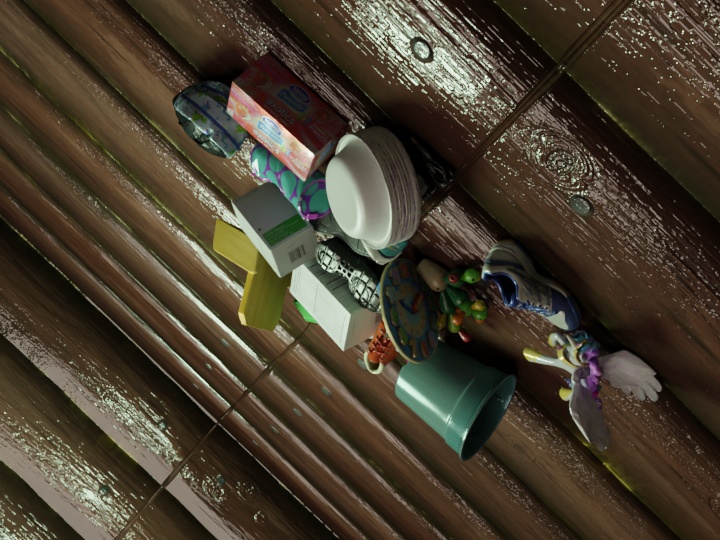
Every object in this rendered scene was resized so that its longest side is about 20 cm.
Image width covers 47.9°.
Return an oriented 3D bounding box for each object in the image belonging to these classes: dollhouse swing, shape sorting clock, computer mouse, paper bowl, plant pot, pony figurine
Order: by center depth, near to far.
[{"bbox_3d":[0.012,-0.136,1.388,0.201,0.103,0.204,48,147,44],"label":"paper bowl"},{"bbox_3d":[0.386,0.184,1.392,0.194,0.166,0.200,47,168,-2],"label":"pony figurine"},{"bbox_3d":[0.082,-0.148,1.417,0.109,0.044,0.200,41,152,2],"label":"computer mouse"},{"bbox_3d":[0.098,0.075,1.550,0.039,0.201,0.201,-21,115,33],"label":"shape sorting clock"},{"bbox_3d":[0.188,0.252,1.674,0.194,0.200,0.202,31,150,27],"label":"plant pot"},{"bbox_3d":[-0.260,0.015,1.860,0.180,0.179,0.199,28,-178,23],"label":"dollhouse swing"}]

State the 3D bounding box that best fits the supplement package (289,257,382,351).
[{"bbox_3d":[-0.047,0.047,1.709,0.200,0.108,0.115,45,141,30],"label":"supplement package"}]

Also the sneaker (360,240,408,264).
[{"bbox_3d":[0.018,-0.112,1.534,0.202,0.079,0.077,57,-165,0],"label":"sneaker"}]

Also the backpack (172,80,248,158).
[{"bbox_3d":[-0.284,-0.293,1.580,0.164,0.153,0.201,48,-171,-18],"label":"backpack"}]

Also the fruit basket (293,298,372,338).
[{"bbox_3d":[-0.051,0.100,1.903,0.198,0.095,0.184,33,166,-27],"label":"fruit basket"}]

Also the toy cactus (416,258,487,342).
[{"bbox_3d":[0.168,0.047,1.539,0.165,0.102,0.201,42,162,22],"label":"toy cactus"}]

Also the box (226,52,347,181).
[{"bbox_3d":[-0.134,-0.277,1.461,0.199,0.103,0.095,42,152,4],"label":"box"}]

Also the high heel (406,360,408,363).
[{"bbox_3d":[0.128,0.223,1.834,0.095,0.068,0.201,-17,120,46],"label":"high heel"}]

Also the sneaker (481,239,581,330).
[{"bbox_3d":[0.284,0.044,1.374,0.199,0.088,0.075,42,150,-1],"label":"sneaker"}]

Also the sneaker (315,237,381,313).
[{"bbox_3d":[0.000,0.000,1.624,0.200,0.079,0.076,44,132,16],"label":"sneaker"}]

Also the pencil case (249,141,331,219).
[{"bbox_3d":[-0.134,-0.178,1.564,0.084,0.094,0.200,10,-155,-46],"label":"pencil case"}]

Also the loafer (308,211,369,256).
[{"bbox_3d":[-0.012,-0.084,1.626,0.197,0.062,0.073,25,107,27],"label":"loafer"}]

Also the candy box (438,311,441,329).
[{"bbox_3d":[0.079,0.089,1.732,0.116,0.055,0.198,52,150,-17],"label":"candy box"}]

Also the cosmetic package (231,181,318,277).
[{"bbox_3d":[-0.179,-0.090,1.702,0.200,0.106,0.086,46,161,41],"label":"cosmetic package"}]

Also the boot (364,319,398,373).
[{"bbox_3d":[0.059,0.138,1.656,0.074,0.107,0.202,36,148,16],"label":"boot"}]
